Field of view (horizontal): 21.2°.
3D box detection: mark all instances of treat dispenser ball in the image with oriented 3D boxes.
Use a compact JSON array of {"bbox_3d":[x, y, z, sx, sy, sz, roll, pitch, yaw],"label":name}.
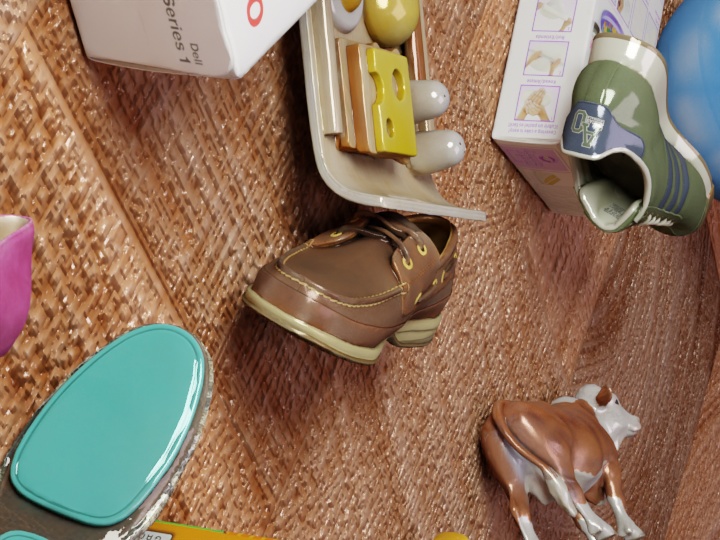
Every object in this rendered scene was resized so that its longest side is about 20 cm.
[{"bbox_3d":[0.328,-0.145,1.518,0.201,0.199,0.203,5,90,-65],"label":"treat dispenser ball"}]

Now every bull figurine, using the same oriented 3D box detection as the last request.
[{"bbox_3d":[0.143,0.134,1.312,0.199,0.065,0.122,8,55,-58],"label":"bull figurine"}]

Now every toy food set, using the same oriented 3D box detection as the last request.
[{"bbox_3d":[0.025,-0.127,0.995,0.143,0.060,0.202,2,82,-66],"label":"toy food set"}]

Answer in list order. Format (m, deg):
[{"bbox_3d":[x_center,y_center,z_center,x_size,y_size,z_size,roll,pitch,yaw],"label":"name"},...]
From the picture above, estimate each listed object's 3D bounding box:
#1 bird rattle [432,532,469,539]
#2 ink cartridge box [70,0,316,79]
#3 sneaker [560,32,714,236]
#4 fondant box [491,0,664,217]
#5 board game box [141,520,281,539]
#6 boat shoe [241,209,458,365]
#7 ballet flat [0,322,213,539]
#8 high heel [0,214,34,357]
[{"bbox_3d":[0.041,0.251,1.141,0.200,0.112,0.164,-38,118,-41],"label":"bird rattle"},{"bbox_3d":[-0.049,-0.193,0.805,0.200,0.084,0.147,-50,138,-42],"label":"ink cartridge box"},{"bbox_3d":[0.169,-0.059,1.227,0.090,0.067,0.200,-64,149,-21],"label":"sneaker"},{"bbox_3d":[0.153,-0.154,1.305,0.144,0.058,0.202,41,57,-61],"label":"fondant box"},{"bbox_3d":[-0.033,0.254,0.809,0.201,0.198,0.201,71,34,-41],"label":"board game box"},{"bbox_3d":[0.001,0.000,0.967,0.068,0.072,0.200,-63,164,11],"label":"boat shoe"},{"bbox_3d":[-0.122,0.112,0.767,0.076,0.067,0.201,98,18,-56],"label":"ballet flat"},{"bbox_3d":[-0.162,-0.005,0.624,0.097,0.067,0.200,-67,157,-13],"label":"high heel"}]
